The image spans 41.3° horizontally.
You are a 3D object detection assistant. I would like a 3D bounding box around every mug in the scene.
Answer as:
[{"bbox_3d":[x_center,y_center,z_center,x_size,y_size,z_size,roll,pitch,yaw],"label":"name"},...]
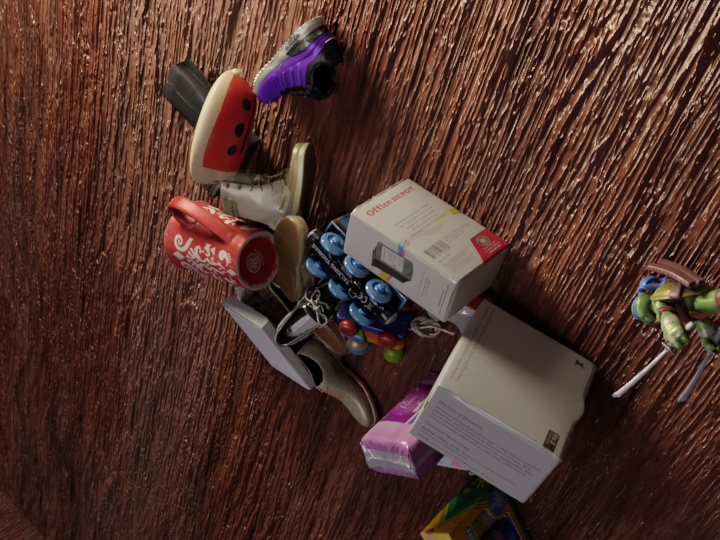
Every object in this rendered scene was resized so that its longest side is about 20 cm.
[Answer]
[{"bbox_3d":[-0.260,-0.044,1.725,0.199,0.177,0.134,20,93,41],"label":"mug"}]

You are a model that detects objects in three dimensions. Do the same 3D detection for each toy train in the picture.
[{"bbox_3d":[0.061,0.115,1.615,0.199,0.085,0.116,16,144,15],"label":"toy train"},{"bbox_3d":[0.000,0.000,1.559,0.200,0.114,0.087,46,130,12],"label":"toy train"}]

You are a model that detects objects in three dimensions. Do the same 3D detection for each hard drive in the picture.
[{"bbox_3d":[-0.171,0.138,1.805,0.132,0.027,0.200,26,156,44],"label":"hard drive"}]

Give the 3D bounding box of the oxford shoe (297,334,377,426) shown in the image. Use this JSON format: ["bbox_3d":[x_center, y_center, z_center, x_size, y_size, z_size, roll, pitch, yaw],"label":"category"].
[{"bbox_3d":[-0.046,0.216,1.774,0.200,0.074,0.071,52,139,5],"label":"oxford shoe"}]

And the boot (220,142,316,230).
[{"bbox_3d":[-0.159,-0.149,1.618,0.154,0.072,0.201,21,135,8],"label":"boot"}]

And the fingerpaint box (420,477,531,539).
[{"bbox_3d":[0.213,0.482,1.626,0.073,0.167,0.201,-15,104,48],"label":"fingerpaint box"}]

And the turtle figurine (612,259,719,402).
[{"bbox_3d":[0.432,0.078,1.176,0.144,0.201,0.193,34,143,-29],"label":"turtle figurine"}]

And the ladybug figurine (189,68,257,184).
[{"bbox_3d":[-0.221,-0.230,1.568,0.071,0.136,0.201,21,113,5],"label":"ladybug figurine"}]

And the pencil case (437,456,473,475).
[{"bbox_3d":[0.143,0.299,1.640,0.199,0.083,0.091,1,137,43],"label":"pencil case"}]

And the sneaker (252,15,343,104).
[{"bbox_3d":[-0.093,-0.299,1.491,0.100,0.069,0.200,53,140,0],"label":"sneaker"}]

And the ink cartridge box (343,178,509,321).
[{"bbox_3d":[0.097,-0.034,1.419,0.199,0.147,0.086,34,134,25],"label":"ink cartridge box"}]

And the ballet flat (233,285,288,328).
[{"bbox_3d":[-0.187,0.064,1.820,0.200,0.064,0.076,37,137,22],"label":"ballet flat"}]

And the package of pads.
[{"bbox_3d":[0.104,0.253,1.558,0.120,0.200,0.076,2,122,47],"label":"package of pads"}]

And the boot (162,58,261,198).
[{"bbox_3d":[-0.285,-0.251,1.704,0.200,0.066,0.165,45,126,4],"label":"boot"}]

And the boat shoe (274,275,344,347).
[{"bbox_3d":[-0.074,0.062,1.650,0.199,0.068,0.074,-35,94,19],"label":"boat shoe"}]

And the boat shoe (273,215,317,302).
[{"bbox_3d":[-0.104,-0.029,1.634,0.071,0.064,0.201,48,152,25],"label":"boat shoe"}]

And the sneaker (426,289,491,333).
[{"bbox_3d":[0.110,0.033,1.510,0.199,0.076,0.092,36,140,23],"label":"sneaker"}]

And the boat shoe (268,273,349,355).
[{"bbox_3d":[-0.094,0.082,1.738,0.200,0.068,0.072,49,139,8],"label":"boat shoe"}]

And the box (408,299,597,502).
[{"bbox_3d":[0.208,0.186,1.385,0.199,0.199,0.131,31,135,5],"label":"box"}]
